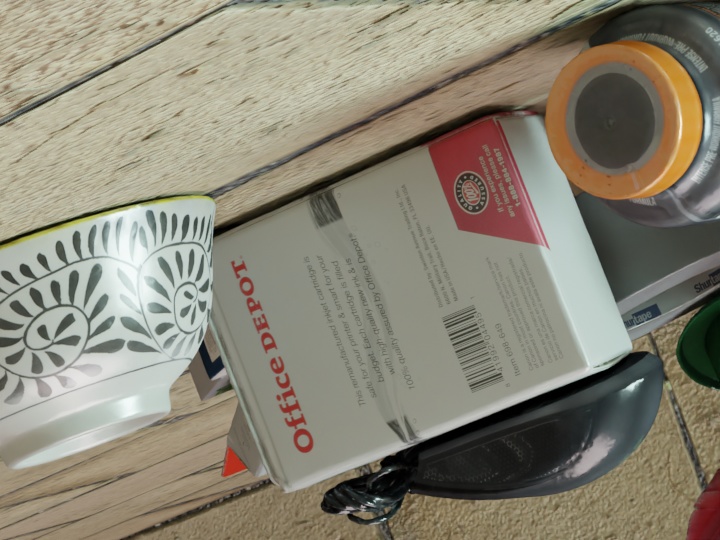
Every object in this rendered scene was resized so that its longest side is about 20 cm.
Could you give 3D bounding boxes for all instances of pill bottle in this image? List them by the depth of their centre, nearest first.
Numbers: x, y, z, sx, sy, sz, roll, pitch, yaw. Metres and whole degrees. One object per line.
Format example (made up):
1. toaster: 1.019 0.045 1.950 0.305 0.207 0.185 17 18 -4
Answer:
1. pill bottle: 0.165 -0.077 1.383 0.106 0.107 0.200 -24 172 32

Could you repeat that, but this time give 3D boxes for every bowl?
1. bowl: -0.151 0.041 1.444 0.200 0.095 0.201 -20 173 -3

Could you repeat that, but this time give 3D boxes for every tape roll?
1. tape roll: 0.166 -0.012 1.656 0.200 0.066 0.200 -26 170 -5

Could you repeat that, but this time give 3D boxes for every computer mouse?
1. computer mouse: 0.088 0.099 1.570 0.199 0.053 0.138 -22 -176 36

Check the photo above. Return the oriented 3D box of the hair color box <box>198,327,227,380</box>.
1. hair color box: 0.000 0.000 1.719 0.199 0.061 0.100 -18 173 -17

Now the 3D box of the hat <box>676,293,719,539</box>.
1. hat: 0.277 0.109 1.709 0.165 0.177 0.200 21 139 -38

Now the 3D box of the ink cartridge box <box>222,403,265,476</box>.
1. ink cartridge box: -0.003 0.095 1.833 0.159 0.047 0.200 -19 163 -14

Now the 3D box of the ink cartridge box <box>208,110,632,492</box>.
1. ink cartridge box: 0.025 0.017 1.554 0.199 0.146 0.085 -23 177 23

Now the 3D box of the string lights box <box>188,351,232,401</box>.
1. string lights box: -0.013 0.016 1.823 0.199 0.059 0.103 -19 174 -13

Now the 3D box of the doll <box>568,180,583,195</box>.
1. doll: 0.183 -0.078 1.690 0.136 0.049 0.200 -19 174 -20
